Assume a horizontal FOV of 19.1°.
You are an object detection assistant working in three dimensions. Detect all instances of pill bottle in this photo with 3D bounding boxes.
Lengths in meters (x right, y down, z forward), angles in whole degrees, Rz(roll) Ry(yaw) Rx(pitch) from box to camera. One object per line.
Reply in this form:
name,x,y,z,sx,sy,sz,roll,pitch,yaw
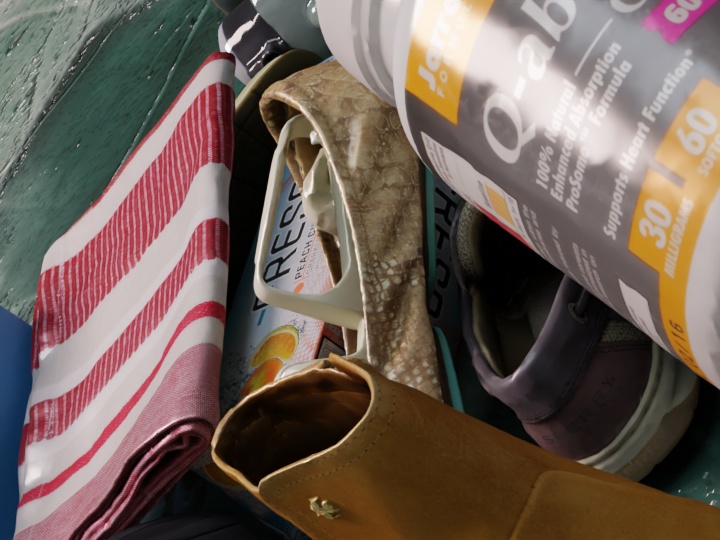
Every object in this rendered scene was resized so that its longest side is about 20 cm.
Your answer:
pill bottle,0.080,-0.055,0.630,0.117,0.116,0.200,-51,50,-1

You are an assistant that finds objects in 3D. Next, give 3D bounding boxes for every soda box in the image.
soda box,0.000,0.000,0.807,0.068,0.063,0.201,-24,37,42

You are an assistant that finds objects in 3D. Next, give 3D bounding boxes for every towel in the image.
towel,-0.093,0.022,0.832,0.144,0.023,0.201,-46,30,36

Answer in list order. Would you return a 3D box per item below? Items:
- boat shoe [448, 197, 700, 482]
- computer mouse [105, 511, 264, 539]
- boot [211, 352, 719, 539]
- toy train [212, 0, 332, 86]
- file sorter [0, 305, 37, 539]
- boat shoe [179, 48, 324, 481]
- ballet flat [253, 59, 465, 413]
boat shoe,0.062,-0.009,0.720,0.072,0.065,0.201,-39,29,22
computer mouse,-0.110,0.170,0.730,0.198,0.142,0.046,-18,-9,1
boot,0.054,0.075,0.543,0.200,0.144,0.071,-7,50,53
toy train,0.010,-0.161,0.959,0.200,0.085,0.114,-39,23,23
file sorter,-0.198,0.120,0.882,0.122,0.138,0.201,-35,30,41
boat shoe,-0.065,-0.005,0.903,0.066,0.072,0.202,-8,53,46
ballet flat,-0.002,0.020,0.711,0.071,0.065,0.202,103,161,-62
